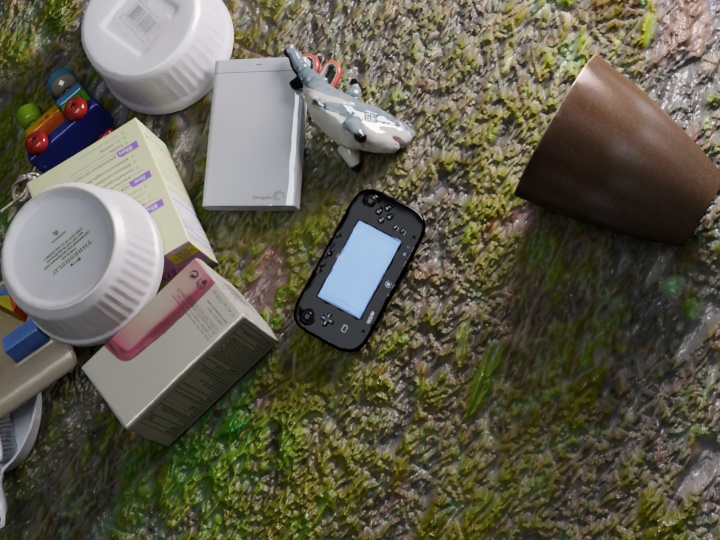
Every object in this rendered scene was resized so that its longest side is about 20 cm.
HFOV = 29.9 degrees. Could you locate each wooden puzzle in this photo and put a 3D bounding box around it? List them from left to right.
[{"bbox_3d":[-0.474,0.093,1.772,0.185,0.046,0.201,-34,49,5],"label":"wooden puzzle"}]

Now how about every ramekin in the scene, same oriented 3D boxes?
[{"bbox_3d":[-0.350,-0.016,1.662,0.200,0.094,0.204,-5,72,16],"label":"ramekin"},{"bbox_3d":[-0.282,-0.323,1.837,0.199,0.098,0.202,-5,72,16],"label":"ramekin"}]

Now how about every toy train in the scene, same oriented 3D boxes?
[{"bbox_3d":[-0.444,-0.182,1.859,0.200,0.085,0.116,-40,56,3],"label":"toy train"}]

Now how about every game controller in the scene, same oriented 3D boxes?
[{"bbox_3d":[0.000,0.000,1.681,0.104,0.042,0.201,26,83,23],"label":"game controller"}]

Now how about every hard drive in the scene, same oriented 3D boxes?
[{"bbox_3d":[-0.137,-0.180,1.776,0.131,0.027,0.202,1,80,17],"label":"hard drive"}]

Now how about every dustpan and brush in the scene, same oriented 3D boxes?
[{"bbox_3d":[-0.469,0.239,1.744,0.139,0.057,0.202,-21,69,10],"label":"dustpan and brush"}]

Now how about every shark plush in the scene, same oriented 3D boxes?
[{"bbox_3d":[-0.025,-0.213,1.743,0.083,0.091,0.200,-41,64,-19],"label":"shark plush"}]

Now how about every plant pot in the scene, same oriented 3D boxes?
[{"bbox_3d":[0.311,-0.119,1.562,0.199,0.187,0.188,31,84,8],"label":"plant pot"}]

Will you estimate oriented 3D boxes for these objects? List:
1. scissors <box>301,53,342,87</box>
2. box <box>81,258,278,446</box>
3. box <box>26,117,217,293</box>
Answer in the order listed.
[{"bbox_3d":[-0.101,-0.203,1.789,0.073,0.014,0.201,33,85,23],"label":"scissors"},{"bbox_3d":[-0.221,0.103,1.672,0.200,0.128,0.109,-43,66,1],"label":"box"},{"bbox_3d":[-0.312,-0.062,1.768,0.175,0.097,0.201,-30,66,7],"label":"box"}]
